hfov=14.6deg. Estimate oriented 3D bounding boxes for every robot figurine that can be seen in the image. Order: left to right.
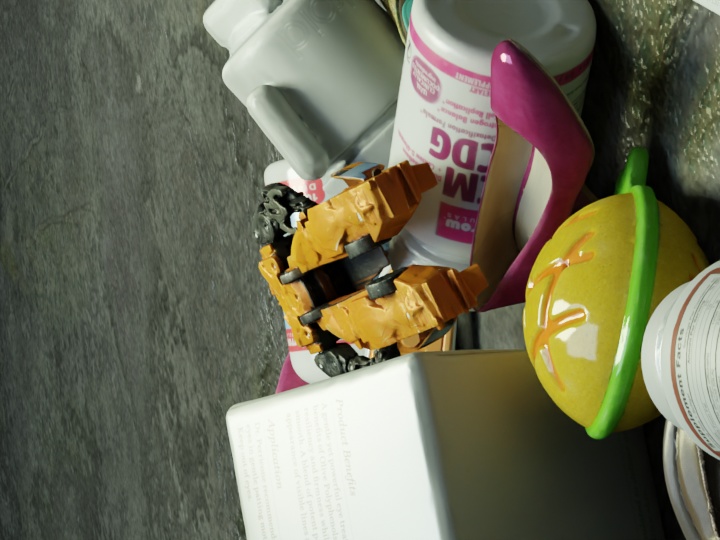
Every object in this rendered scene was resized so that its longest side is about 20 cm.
[{"bbox_3d":[-0.014,-0.124,1.901,0.200,0.170,0.113,46,137,-3],"label":"robot figurine"},{"bbox_3d":[0.000,0.000,1.747,0.146,0.058,0.200,64,155,-2],"label":"robot figurine"}]

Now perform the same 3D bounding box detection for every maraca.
[{"bbox_3d":[0.146,0.012,1.594,0.200,0.106,0.138,-82,7,-60],"label":"maraca"}]

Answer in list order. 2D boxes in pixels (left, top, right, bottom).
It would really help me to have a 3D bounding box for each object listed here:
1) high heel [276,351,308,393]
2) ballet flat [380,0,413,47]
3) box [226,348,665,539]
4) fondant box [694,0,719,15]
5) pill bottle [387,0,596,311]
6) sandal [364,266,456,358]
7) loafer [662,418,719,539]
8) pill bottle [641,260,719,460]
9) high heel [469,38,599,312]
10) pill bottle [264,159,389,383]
[{"bbox_3d":[-0.048,0.030,2.135,0.068,0.095,0.201,99,154,-46],"label":"high heel"},{"bbox_3d":[0.050,-0.173,1.865,0.200,0.070,0.071,-119,28,-45],"label":"ballet flat"},{"bbox_3d":[0.057,0.157,1.680,0.171,0.199,0.200,-18,78,44],"label":"box"},{"bbox_3d":[0.219,-0.211,1.361,0.144,0.058,0.201,-136,43,-61],"label":"fondant box"},{"bbox_3d":[0.076,-0.080,1.737,0.114,0.113,0.201,-118,27,-45],"label":"pill bottle"},{"bbox_3d":[0.031,0.092,1.929,0.059,0.079,0.208,-103,14,-79],"label":"sandal"},{"bbox_3d":[0.219,0.145,1.497,0.071,0.073,0.201,-20,83,60],"label":"loafer"},{"bbox_3d":[0.217,0.045,1.383,0.200,0.111,0.113,179,84,-71],"label":"pill bottle"},{"bbox_3d":[0.085,-0.052,1.639,0.067,0.096,0.200,50,171,30],"label":"high heel"},{"bbox_3d":[-0.003,0.016,2.005,0.109,0.108,0.201,168,93,-71],"label":"pill bottle"}]
